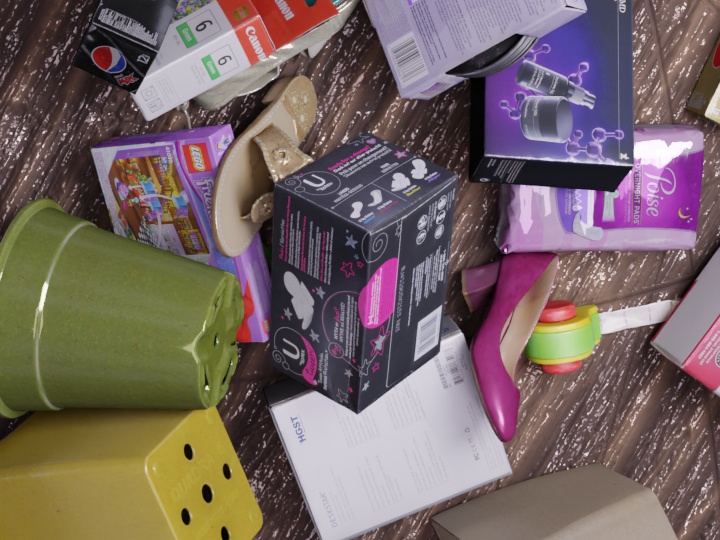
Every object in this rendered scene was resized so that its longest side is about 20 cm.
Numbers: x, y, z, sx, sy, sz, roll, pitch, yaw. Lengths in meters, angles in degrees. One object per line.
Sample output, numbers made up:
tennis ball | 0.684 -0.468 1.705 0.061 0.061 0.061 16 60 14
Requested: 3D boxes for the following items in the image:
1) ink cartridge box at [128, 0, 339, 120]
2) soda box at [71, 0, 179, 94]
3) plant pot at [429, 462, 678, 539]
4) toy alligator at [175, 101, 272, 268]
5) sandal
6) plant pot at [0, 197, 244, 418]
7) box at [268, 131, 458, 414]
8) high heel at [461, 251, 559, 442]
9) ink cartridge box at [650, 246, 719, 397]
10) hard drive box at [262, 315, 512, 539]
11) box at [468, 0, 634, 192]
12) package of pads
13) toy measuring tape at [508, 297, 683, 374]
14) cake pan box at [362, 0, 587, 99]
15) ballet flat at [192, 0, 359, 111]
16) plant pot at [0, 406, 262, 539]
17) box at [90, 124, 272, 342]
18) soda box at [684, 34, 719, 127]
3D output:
ink cartridge box | -0.130 -0.226 1.593 0.199 0.109 0.050 -29 136 -1
soda box | -0.186 -0.255 1.546 0.063 0.071 0.201 25 54 -12
plant pot | 0.214 0.300 1.714 0.177 0.200 0.201 -29 104 -12
toy alligator | -0.148 -0.080 1.647 0.054 0.059 0.201 -28 103 -1
sandal | -0.066 -0.102 1.584 0.069 0.212 0.078 -4 134 29
plant pot | -0.209 0.049 1.566 0.189 0.200 0.201 9 100 11
box | 0.000 0.000 1.584 0.132 0.114 0.201 -34 140 -41
high heel | 0.151 0.065 1.657 0.096 0.201 0.067 -14 147 11
ink cartridge box | 0.411 0.077 1.731 0.200 0.084 0.145 34 95 -21
hard drive box | 0.025 0.155 1.709 0.199 0.077 0.157 -21 103 -4
box | 0.175 -0.182 1.621 0.140 0.079 0.201 4 73 -8
package of pads | 0.226 -0.079 1.692 0.199 0.076 0.121 -1 103 -8
toy measuring tape | 0.230 0.059 1.722 0.199 0.074 0.074 -9 102 -6
cake pan box | 0.086 -0.271 1.559 0.184 0.052 0.201 -28 77 33
ballet flat | -0.076 -0.215 1.638 0.199 0.068 0.062 -29 136 -2
plant pot | -0.208 0.218 1.594 0.176 0.200 0.201 -14 105 27
box | -0.159 -0.029 1.622 0.136 0.039 0.201 -2 111 31
soda box | 0.390 -0.228 1.691 0.067 0.064 0.201 23 98 -12
